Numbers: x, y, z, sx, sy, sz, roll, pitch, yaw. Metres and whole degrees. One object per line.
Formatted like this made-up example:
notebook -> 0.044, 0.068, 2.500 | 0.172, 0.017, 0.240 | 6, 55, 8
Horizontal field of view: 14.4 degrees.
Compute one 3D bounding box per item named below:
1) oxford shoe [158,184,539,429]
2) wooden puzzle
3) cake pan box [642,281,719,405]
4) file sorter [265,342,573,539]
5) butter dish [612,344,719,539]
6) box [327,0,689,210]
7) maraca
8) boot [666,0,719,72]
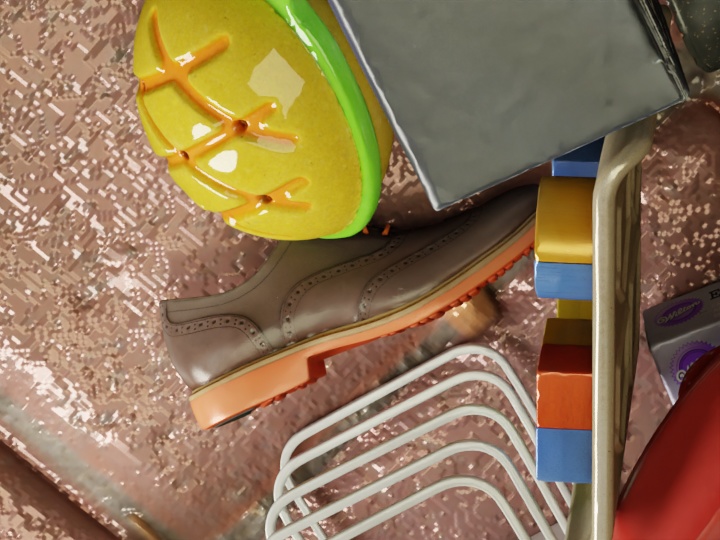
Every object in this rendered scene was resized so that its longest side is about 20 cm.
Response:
oxford shoe -> 0.000, 0.000, 1.334 | 0.200, 0.071, 0.073 | -27, 86, 0
wooden puzzle -> 0.101, 0.002, 1.255 | 0.046, 0.185, 0.201 | 6, 116, 7
cake pan box -> 0.251, 0.072, 1.363 | 0.199, 0.052, 0.185 | -21, 106, 9
file sorter -> 0.033, 0.133, 1.314 | 0.138, 0.200, 0.125 | -28, 103, 11
butter dish -> 0.193, 0.089, 1.259 | 0.200, 0.148, 0.200 | 14, 117, -41
box -> 0.039, -0.159, 1.203 | 0.123, 0.200, 0.199 | -25, 107, 9
maraca -> -0.049, -0.096, 1.263 | 0.137, 0.107, 0.200 | 21, 141, 39
boot -> 0.178, -0.191, 1.250 | 0.131, 0.070, 0.200 | -18, 121, 21
